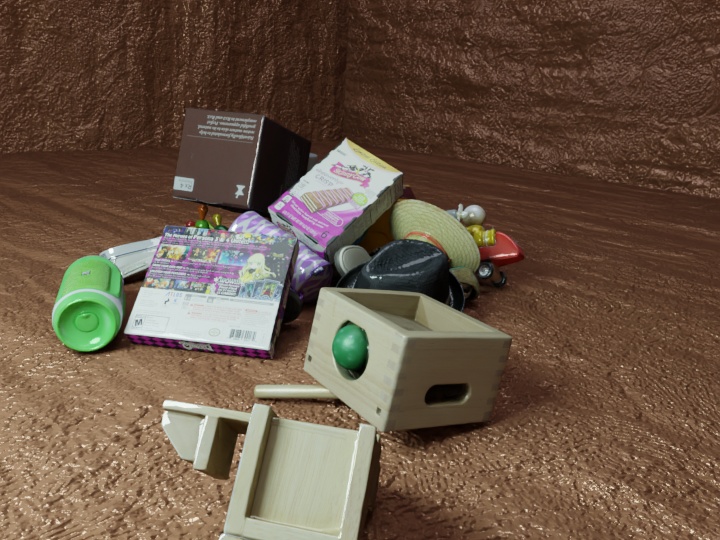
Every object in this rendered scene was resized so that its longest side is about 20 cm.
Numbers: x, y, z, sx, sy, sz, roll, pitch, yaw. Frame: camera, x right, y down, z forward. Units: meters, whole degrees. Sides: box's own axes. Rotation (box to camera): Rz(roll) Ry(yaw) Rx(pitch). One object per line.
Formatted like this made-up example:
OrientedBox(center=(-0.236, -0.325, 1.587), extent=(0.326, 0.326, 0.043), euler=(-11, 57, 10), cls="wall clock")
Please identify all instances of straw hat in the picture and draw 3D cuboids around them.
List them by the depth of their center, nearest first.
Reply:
OrientedBox(center=(0.107, -0.021, 1.135), extent=(0.201, 0.201, 0.085), euler=(17, 57, 38), cls="straw hat")

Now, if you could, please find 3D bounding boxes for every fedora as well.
OrientedBox(center=(0.062, 0.013, 0.956), extent=(0.200, 0.092, 0.201), euler=(3, 41, -3), cls="fedora")

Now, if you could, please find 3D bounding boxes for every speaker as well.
OrientedBox(center=(-0.374, 0.040, 0.899), extent=(0.088, 0.089, 0.200), euler=(-2, 17, -19), cls="speaker")

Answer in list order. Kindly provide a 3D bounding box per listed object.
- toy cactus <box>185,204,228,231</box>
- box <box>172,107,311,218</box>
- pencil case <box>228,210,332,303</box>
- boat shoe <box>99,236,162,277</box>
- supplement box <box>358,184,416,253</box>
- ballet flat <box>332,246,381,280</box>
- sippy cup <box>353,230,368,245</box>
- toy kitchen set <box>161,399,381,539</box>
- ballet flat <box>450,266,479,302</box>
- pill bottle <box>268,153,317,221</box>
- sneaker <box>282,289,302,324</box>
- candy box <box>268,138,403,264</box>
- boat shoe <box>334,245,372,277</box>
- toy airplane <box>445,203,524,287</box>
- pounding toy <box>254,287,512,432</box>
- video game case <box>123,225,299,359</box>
OrientedBox(center=(-0.276, -0.073, 1.313), extent=(0.165, 0.103, 0.200), euler=(8, 2, -23), cls="toy cactus")
OrientedBox(center=(-0.214, -0.192, 1.210), extent=(0.165, 0.165, 0.200), euler=(11, 1, 20), cls="box")
OrientedBox(center=(-0.137, -0.021, 1.081), extent=(0.200, 0.084, 0.085), euler=(34, 65, 27), cls="pencil case")
OrientedBox(center=(-0.352, -0.021, 1.143), extent=(0.200, 0.070, 0.071), euler=(-18, -3, -42), cls="boat shoe")
OrientedBox(center=(0.013, -0.107, 1.386), extent=(0.197, 0.133, 0.200), euler=(3, 17, -2), cls="supplement box")
OrientedBox(center=(-0.019, -0.014, 1.217), extent=(0.200, 0.046, 0.067), euler=(-8, 20, -35), cls="ballet flat")
OrientedBox(center=(-0.050, -0.086, 1.217), extent=(0.139, 0.178, 0.130), euler=(15, 14, -5), cls="sippy cup")
OrientedBox(center=(-0.080, 0.196, 0.459), extent=(0.163, 0.181, 0.200), euler=(9, -23, 7), cls="toy kitchen set")
OrientedBox(center=(0.110, 0.034, 1.070), extent=(0.199, 0.071, 0.071), euler=(-5, 18, -21), cls="ballet flat")
OrientedBox(center=(-0.139, -0.145, 1.361), extent=(0.109, 0.201, 0.110), euler=(3, 16, -1), cls="pill bottle")
OrientedBox(center=(-0.182, 0.032, 0.978), extent=(0.199, 0.076, 0.114), euler=(0, 22, 7), cls="sneaker")
OrientedBox(center=(-0.039, -0.121, 1.112), extent=(0.136, 0.061, 0.200), euler=(35, 66, 23), cls="candy box")
OrientedBox(center=(0.000, 0.000, 1.106), extent=(0.057, 0.067, 0.200), euler=(-7, -10, 29), cls="boat shoe")
OrientedBox(center=(0.193, -0.057, 1.232), extent=(0.199, 0.142, 0.200), euler=(17, -6, -6), cls="toy airplane")
OrientedBox(center=(0.020, 0.107, 0.719), extent=(0.200, 0.143, 0.184), euler=(5, 13, -37), cls="pounding toy")
OrientedBox(center=(-0.198, 0.025, 0.890), extent=(0.199, 0.036, 0.182), euler=(5, 57, 7), cls="video game case")
